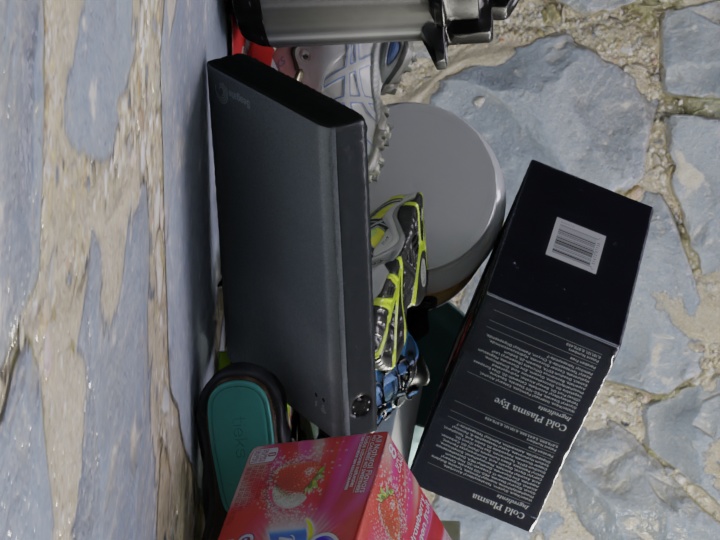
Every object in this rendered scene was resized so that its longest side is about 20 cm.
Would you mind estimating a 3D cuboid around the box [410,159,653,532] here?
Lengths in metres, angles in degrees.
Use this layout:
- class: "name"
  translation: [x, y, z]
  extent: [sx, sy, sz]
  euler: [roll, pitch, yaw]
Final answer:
- class: "box"
  translation: [0.126, 0.053, 1.542]
  extent: [0.200, 0.104, 0.183]
  euler: [-65, 176, -56]

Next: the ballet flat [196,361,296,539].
- class: "ballet flat"
  translation: [-0.066, 0.151, 1.265]
  extent: [0.073, 0.073, 0.201]
  euler: [-75, 164, -79]

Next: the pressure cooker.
- class: "pressure cooker"
  translation: [0.016, -0.230, 1.342]
  extent: [0.179, 0.199, 0.177]
  euler: [-87, 172, -51]

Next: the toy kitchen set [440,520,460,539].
- class: "toy kitchen set"
  translation: [0.000, 0.287, 1.731]
  extent: [0.200, 0.162, 0.181]
  euler: [-84, 175, -54]

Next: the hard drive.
- class: "hard drive"
  translation: [-0.040, -0.016, 1.239]
  extent: [0.139, 0.033, 0.201]
  euler: [32, -48, 50]

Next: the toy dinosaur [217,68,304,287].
- class: "toy dinosaur"
  translation: [-0.063, -0.028, 1.360]
  extent: [0.088, 0.047, 0.201]
  euler: [-89, -172, -76]

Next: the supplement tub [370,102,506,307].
- class: "supplement tub"
  translation: [0.035, -0.047, 1.584]
  extent: [0.200, 0.144, 0.146]
  euler: [105, -13, -82]

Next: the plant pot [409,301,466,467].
- class: "plant pot"
  translation: [0.002, 0.105, 1.688]
  extent: [0.135, 0.199, 0.201]
  euler: [-58, -166, 30]

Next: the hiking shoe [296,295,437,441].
- class: "hiking shoe"
  translation: [0.004, 0.073, 1.432]
  extent: [0.201, 0.086, 0.075]
  euler: [-81, 172, -47]

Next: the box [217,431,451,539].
- class: "box"
  translation: [-0.027, 0.197, 1.145]
  extent: [0.100, 0.095, 0.201]
  euler: [60, 33, -34]

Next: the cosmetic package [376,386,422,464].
- class: "cosmetic package"
  translation: [-0.016, 0.168, 1.499]
  extent: [0.051, 0.082, 0.201]
  euler: [46, 52, -66]

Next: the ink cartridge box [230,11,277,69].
- class: "ink cartridge box"
  translation: [-0.060, -0.110, 1.466]
  extent: [0.161, 0.050, 0.201]
  euler: [-84, 177, -63]

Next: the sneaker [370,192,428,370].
- class: "sneaker"
  translation: [0.000, 0.000, 1.388]
  extent: [0.200, 0.076, 0.076]
  euler: [-59, 146, -64]

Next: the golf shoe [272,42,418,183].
- class: "golf shoe"
  translation: [-0.023, -0.114, 1.440]
  extent: [0.078, 0.097, 0.201]
  euler: [130, -23, -63]

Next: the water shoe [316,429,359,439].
- class: "water shoe"
  translation: [0.003, 0.153, 1.316]
  extent: [0.200, 0.078, 0.072]
  euler: [106, -11, -61]

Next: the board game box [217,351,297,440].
- class: "board game box"
  translation: [-0.071, 0.163, 1.361]
  extent: [0.102, 0.047, 0.201]
  euler: [81, 10, -74]
